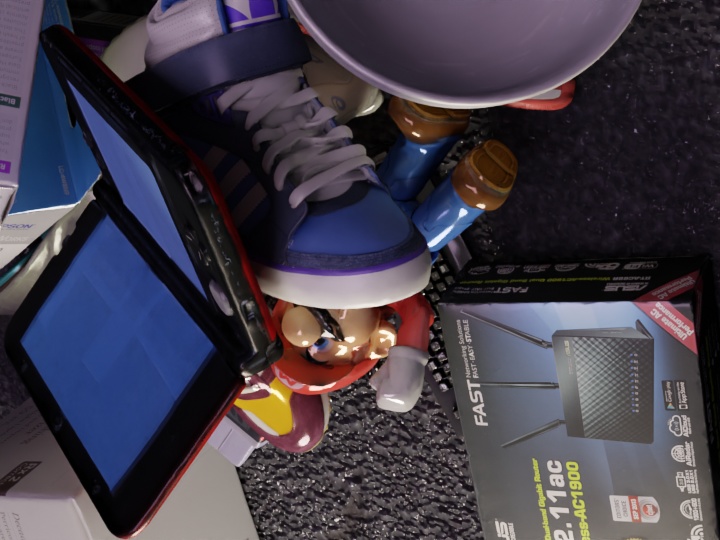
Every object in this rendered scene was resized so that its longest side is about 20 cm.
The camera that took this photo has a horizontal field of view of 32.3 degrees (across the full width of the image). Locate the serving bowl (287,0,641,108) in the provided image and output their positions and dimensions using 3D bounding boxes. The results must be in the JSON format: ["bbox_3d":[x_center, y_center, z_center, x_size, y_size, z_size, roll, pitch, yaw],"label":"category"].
[{"bbox_3d":[0.046,-0.175,0.623,0.201,0.200,0.066,52,170,-1],"label":"serving bowl"}]

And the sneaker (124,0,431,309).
[{"bbox_3d":[-0.044,-0.079,0.618,0.199,0.080,0.148,30,132,45],"label":"sneaker"}]

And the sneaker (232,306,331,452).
[{"bbox_3d":[-0.095,0.044,0.786,0.075,0.090,0.201,-24,103,35],"label":"sneaker"}]

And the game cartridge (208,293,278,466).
[{"bbox_3d":[-0.084,0.037,0.853,0.129,0.038,0.200,41,127,8],"label":"game cartridge"}]

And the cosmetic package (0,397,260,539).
[{"bbox_3d":[-0.211,0.201,0.966,0.198,0.165,0.166,-6,110,33],"label":"cosmetic package"}]

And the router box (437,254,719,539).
[{"bbox_3d":[0.139,0.093,0.742,0.149,0.062,0.202,-2,113,28],"label":"router box"}]

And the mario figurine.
[{"bbox_3d":[0.000,0.000,0.699,0.105,0.124,0.201,15,128,-27],"label":"mario figurine"}]

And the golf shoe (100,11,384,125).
[{"bbox_3d":[-0.087,-0.116,0.754,0.198,0.097,0.079,1,118,24],"label":"golf shoe"}]

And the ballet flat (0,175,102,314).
[{"bbox_3d":[-0.205,-0.006,0.877,0.064,0.067,0.200,44,129,-6],"label":"ballet flat"}]

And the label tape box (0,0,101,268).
[{"bbox_3d":[-0.258,-0.086,0.837,0.199,0.066,0.145,-31,69,43],"label":"label tape box"}]

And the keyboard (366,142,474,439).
[{"bbox_3d":[0.027,0.021,0.815,0.126,0.021,0.201,-23,99,38],"label":"keyboard"}]

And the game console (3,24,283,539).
[{"bbox_3d":[-0.138,-0.001,0.634,0.200,0.118,0.173,42,158,45],"label":"game console"}]

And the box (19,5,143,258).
[{"bbox_3d":[-0.198,-0.087,0.893,0.142,0.036,0.202,12,121,27],"label":"box"}]

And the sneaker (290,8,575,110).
[{"bbox_3d":[0.037,-0.166,0.677,0.198,0.078,0.117,19,103,-2],"label":"sneaker"}]

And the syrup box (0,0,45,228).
[{"bbox_3d":[-0.231,-0.132,0.730,0.081,0.202,0.079,11,160,-19],"label":"syrup box"}]
